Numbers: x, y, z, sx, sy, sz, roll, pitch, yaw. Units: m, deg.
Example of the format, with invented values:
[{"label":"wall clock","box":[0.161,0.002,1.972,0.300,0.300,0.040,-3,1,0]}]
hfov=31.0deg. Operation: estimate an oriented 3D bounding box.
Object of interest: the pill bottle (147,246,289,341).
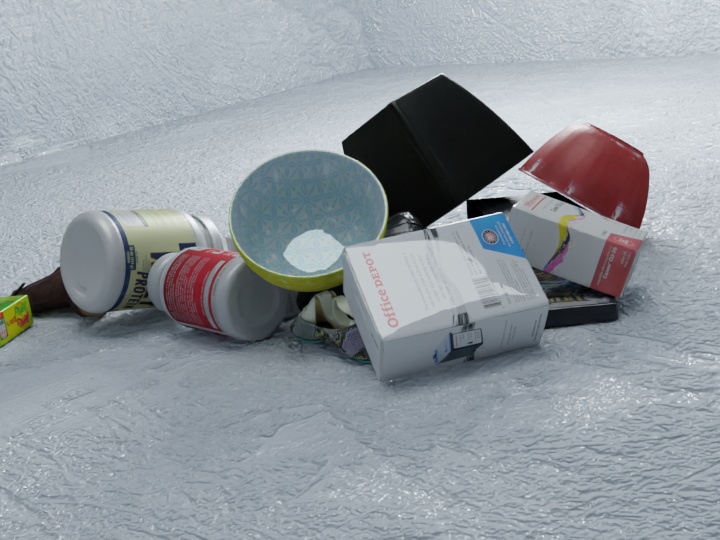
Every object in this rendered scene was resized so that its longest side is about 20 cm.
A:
[{"label":"pill bottle","box":[-0.196,0.027,1.732,0.112,0.112,0.200,-21,20,-38]}]

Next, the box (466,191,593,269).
[{"label":"box","box":[0.239,-0.053,1.823,0.141,0.079,0.200,-3,14,-8]}]

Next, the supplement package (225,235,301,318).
[{"label":"supplement package","box":[-0.072,-0.019,1.826,0.200,0.114,0.110,-23,19,-37]}]

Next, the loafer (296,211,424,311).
[{"label":"loafer","box":[0.000,0.000,1.702,0.201,0.068,0.070,-36,32,11]}]

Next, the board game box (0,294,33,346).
[{"label":"board game box","box":[-0.594,0.080,1.896,0.200,0.048,0.102,-5,16,16]}]

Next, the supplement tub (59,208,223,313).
[{"label":"supplement tub","box":[-0.311,-0.017,1.859,0.200,0.145,0.145,-5,8,-43]}]

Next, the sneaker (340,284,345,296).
[{"label":"sneaker","box":[0.079,0.015,1.649,0.200,0.085,0.077,-16,56,12]}]

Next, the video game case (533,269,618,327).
[{"label":"video game case","box":[0.217,0.034,1.634,0.200,0.026,0.181,-7,15,9]}]

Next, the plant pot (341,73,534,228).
[{"label":"plant pot","box":[0.095,-0.169,1.908,0.200,0.177,0.199,-34,1,-41]}]

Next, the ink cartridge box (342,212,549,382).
[{"label":"ink cartridge box","box":[0.094,0.029,1.490,0.200,0.086,0.146,-13,53,-11]}]

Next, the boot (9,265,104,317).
[{"label":"boot","box":[-0.458,0.046,1.955,0.166,0.072,0.200,-22,19,6]}]

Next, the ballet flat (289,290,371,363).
[{"label":"ballet flat","box":[-0.029,0.060,1.600,0.072,0.072,0.200,-17,17,-28]}]

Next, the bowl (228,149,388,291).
[{"label":"bowl","box":[-0.064,-0.044,1.644,0.200,0.108,0.200,-1,56,1]}]

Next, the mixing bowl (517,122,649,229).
[{"label":"mixing bowl","box":[0.340,-0.143,1.868,0.200,0.108,0.200,29,7,-4]}]

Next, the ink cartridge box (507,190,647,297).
[{"label":"ink cartridge box","box":[0.246,-0.042,1.613,0.200,0.068,0.116,20,19,13]}]
